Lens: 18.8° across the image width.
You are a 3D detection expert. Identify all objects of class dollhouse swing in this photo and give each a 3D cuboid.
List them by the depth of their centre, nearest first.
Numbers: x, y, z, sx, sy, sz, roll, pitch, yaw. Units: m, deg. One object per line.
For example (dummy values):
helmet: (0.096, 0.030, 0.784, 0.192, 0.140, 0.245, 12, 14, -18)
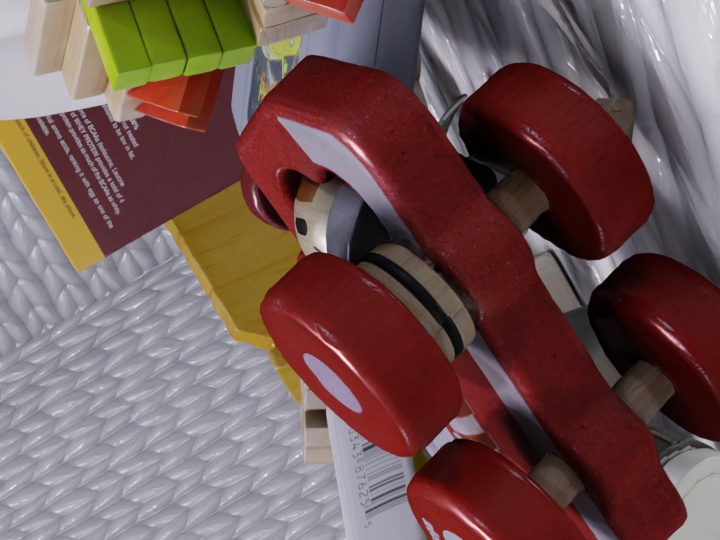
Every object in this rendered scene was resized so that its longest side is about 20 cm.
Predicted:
dollhouse swing: (-0.044, 0.022, 1.603, 0.200, 0.181, 0.176, 57, 154, 29)

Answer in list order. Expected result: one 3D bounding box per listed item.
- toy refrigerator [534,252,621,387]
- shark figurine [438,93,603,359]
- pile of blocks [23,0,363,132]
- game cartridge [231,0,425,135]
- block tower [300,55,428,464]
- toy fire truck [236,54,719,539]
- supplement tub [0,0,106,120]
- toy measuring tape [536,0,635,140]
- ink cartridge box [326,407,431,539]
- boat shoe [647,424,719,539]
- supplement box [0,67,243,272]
toy refrigerator: (0.066, 0.045, 1.056, 0.076, 0.070, 0.200, 60, 175, 0)
shark figurine: (0.039, -0.021, 0.867, 0.128, 0.090, 0.215, 18, -164, -15)
pile of blocks: (-0.032, -0.094, 0.639, 0.200, 0.082, 0.062, -40, 64, 41)
game cartridge: (-0.016, -0.098, 0.854, 0.200, 0.041, 0.134, -135, 47, -72)
block tower: (0.000, 0.000, 1.018, 0.058, 0.054, 0.201, -100, 11, -67)
toy fire truck: (0.025, 0.014, 0.712, 0.200, 0.112, 0.168, 53, 163, -27)
supplement tub: (-0.127, -0.172, 0.828, 0.145, 0.144, 0.201, 87, 171, -80)
toy measuring tape: (0.011, -0.108, 0.700, 0.200, 0.073, 0.074, 59, 176, 17)
ink cartridge box: (0.065, 0.172, 0.949, 0.200, 0.047, 0.198, 39, -152, -43)
boat shoe: (0.093, 0.157, 0.824, 0.072, 0.203, 0.060, 12, -172, -36)
supplement box: (-0.145, -0.148, 1.336, 0.133, 0.200, 0.198, 55, 173, 48)
